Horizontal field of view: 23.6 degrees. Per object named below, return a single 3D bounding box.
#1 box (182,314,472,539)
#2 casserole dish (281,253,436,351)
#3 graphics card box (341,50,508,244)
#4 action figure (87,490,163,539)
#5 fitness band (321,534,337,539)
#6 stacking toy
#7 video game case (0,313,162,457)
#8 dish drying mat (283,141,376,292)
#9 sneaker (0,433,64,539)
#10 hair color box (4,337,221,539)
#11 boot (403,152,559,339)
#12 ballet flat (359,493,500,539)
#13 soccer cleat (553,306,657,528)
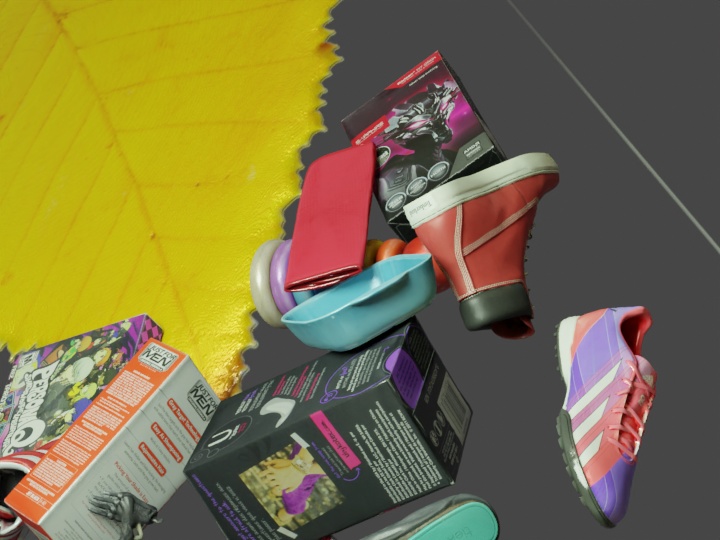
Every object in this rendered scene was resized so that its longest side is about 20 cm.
[{"bbox_3d":[-0.024,0.139,1.396,0.199,0.106,0.122,-25,17,22],"label":"box"},{"bbox_3d":[0.002,0.029,1.441,0.121,0.039,0.200,-28,6,-12],"label":"casserole dish"},{"bbox_3d":[0.062,-0.118,1.659,0.125,0.051,0.200,-34,37,10],"label":"graphics card box"},{"bbox_3d":[-0.192,0.276,1.430,0.102,0.119,0.200,0,26,-18],"label":"action figure"},{"bbox_3d":[-0.058,0.290,1.360,0.143,0.037,0.200,-36,35,12],"label":"fitness band"},{"bbox_3d":[0.000,0.000,1.574,0.199,0.085,0.086,-10,46,30],"label":"stacking toy"},{"bbox_3d":[-0.296,0.148,1.725,0.181,0.036,0.201,-17,42,28],"label":"video game case"},{"bbox_3d":[-0.025,-0.050,1.584,0.077,0.018,0.200,-15,34,16],"label":"dish drying mat"},{"bbox_3d":[-0.342,0.223,1.601,0.200,0.071,0.112,-39,-9,26],"label":"sneaker"},{"bbox_3d":[-0.214,0.171,1.550,0.061,0.102,0.200,21,61,44],"label":"hair color box"},{"bbox_3d":[0.130,-0.018,1.481,0.072,0.145,0.200,-29,-2,40],"label":"boot"},{"bbox_3d":[0.013,0.229,1.296,0.199,0.073,0.073,-26,33,-15],"label":"ballet flat"},{"bbox_3d":[0.191,0.104,1.297,0.073,0.068,0.200,-20,38,20],"label":"soccer cleat"}]
